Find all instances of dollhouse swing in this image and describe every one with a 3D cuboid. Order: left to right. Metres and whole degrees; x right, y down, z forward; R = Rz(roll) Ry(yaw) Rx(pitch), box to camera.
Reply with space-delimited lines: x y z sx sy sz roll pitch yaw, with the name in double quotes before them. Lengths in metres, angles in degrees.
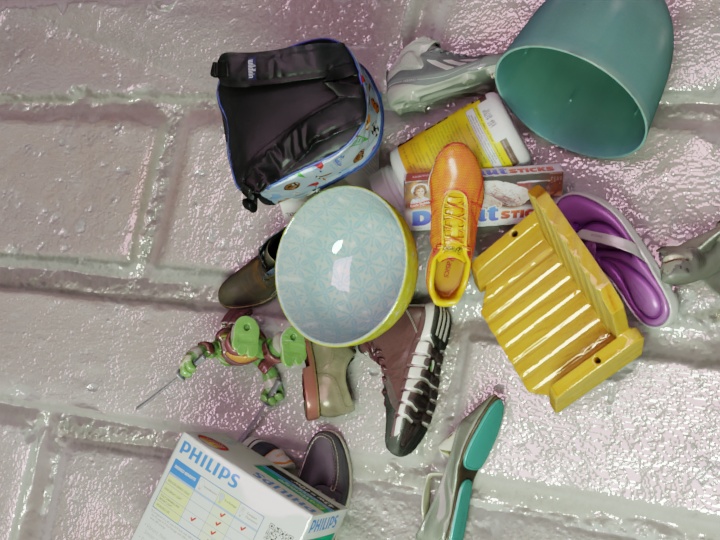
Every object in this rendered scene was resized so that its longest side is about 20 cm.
"dollhouse swing" 0.206 0.033 1.115 0.181 0.175 0.201 -39 63 19

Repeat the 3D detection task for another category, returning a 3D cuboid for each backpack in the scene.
"backpack" -0.066 -0.184 1.190 0.189 0.154 0.203 -20 78 22

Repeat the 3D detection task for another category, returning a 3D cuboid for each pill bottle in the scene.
"pill bottle" 0.114 -0.137 1.259 0.198 0.109 0.110 -29 65 13

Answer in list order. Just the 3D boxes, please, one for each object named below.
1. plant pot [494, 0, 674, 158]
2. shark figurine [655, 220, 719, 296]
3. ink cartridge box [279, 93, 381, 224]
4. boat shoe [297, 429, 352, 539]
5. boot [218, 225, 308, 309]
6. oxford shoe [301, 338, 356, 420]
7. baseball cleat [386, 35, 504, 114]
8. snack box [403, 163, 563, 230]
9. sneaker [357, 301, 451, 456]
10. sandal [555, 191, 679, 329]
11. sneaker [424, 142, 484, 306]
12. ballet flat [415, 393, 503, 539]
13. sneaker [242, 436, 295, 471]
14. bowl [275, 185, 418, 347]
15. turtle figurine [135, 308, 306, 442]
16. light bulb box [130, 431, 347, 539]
"plant pot" 0.287 -0.263 1.180 0.199 0.201 0.162 22 70 27
"shark figurine" 0.433 -0.018 1.117 0.212 0.128 0.090 -24 91 -3
"ink cartridge box" -0.053 -0.167 1.332 0.127 0.125 0.203 -5 72 22
"boat shoe" -0.058 0.301 1.231 0.072 0.063 0.203 3 77 23
"boot" -0.131 -0.012 1.337 0.198 0.097 0.075 -27 65 14
"oxford shoe" -0.043 0.100 1.295 0.074 0.071 0.203 -2 70 -5
"baseball cleat" 0.123 -0.283 1.321 0.198 0.070 0.108 -13 70 19
"snack box" 0.153 -0.091 1.211 0.197 0.073 0.024 -4 34 -2
"sneaker" 0.040 0.133 1.241 0.114 0.076 0.202 6 67 30
"sandal" 0.299 -0.016 1.151 0.203 0.049 0.083 51 137 22
"sneaker" 0.117 -0.053 1.167 0.072 0.077 0.203 -1 109 -2
"ballet flat" 0.114 0.240 1.173 0.063 0.067 0.202 14 80 33
"sneaker" -0.151 0.322 1.257 0.079 0.078 0.202 17 81 32
"bowl" 0.000 0.000 1.231 0.198 0.107 0.203 -5 80 33
"turtle figurine" -0.158 0.139 1.269 0.144 0.194 0.200 44 59 -8
"light bulb box" -0.154 0.326 1.152 0.197 0.125 0.202 27 90 20
